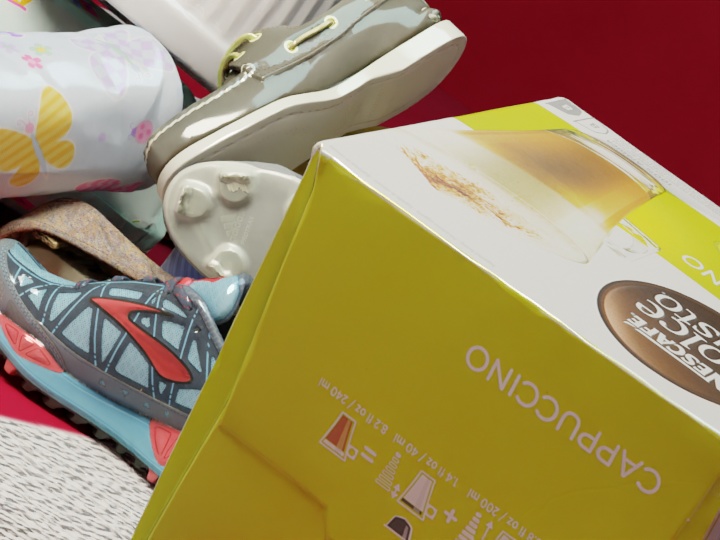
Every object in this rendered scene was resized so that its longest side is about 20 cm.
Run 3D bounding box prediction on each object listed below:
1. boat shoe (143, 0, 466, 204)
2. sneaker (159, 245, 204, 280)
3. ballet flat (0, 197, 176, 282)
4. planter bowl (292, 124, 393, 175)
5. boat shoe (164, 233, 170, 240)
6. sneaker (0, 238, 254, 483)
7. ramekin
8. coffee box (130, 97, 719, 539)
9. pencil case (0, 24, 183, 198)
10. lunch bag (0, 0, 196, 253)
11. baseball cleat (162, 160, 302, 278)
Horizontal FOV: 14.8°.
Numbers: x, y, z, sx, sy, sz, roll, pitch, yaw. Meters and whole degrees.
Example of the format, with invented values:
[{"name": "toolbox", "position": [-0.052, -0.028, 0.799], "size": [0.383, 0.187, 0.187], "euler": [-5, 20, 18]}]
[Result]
[{"name": "boat shoe", "position": [-0.036, -0.092, 1.391], "size": [0.201, 0.072, 0.060], "euler": [-29, 71, -35]}, {"name": "sneaker", "position": [-0.021, 0.063, 1.392], "size": [0.199, 0.081, 0.115], "euler": [42, 7, 13]}, {"name": "ballet flat", "position": [-0.106, 0.032, 1.313], "size": [0.200, 0.068, 0.067], "euler": [32, 26, 33]}, {"name": "planter bowl", "position": [0.003, 0.025, 1.474], "size": [0.200, 0.200, 0.084], "euler": [31, 43, -13]}, {"name": "boat shoe", "position": [-0.073, -0.034, 1.740], "size": [0.199, 0.072, 0.065], "euler": [22, 14, -28]}, {"name": "sneaker", "position": [-0.082, 0.035, 1.225], "size": [0.200, 0.096, 0.079], "euler": [36, 8, 15]}, {"name": "ramekin", "position": [-0.087, -0.169, 1.488], "size": [0.200, 0.105, 0.200], "euler": [39, 0, 0]}, {"name": "coffee box", "position": [0.065, 0.077, 1.053], "size": [0.199, 0.201, 0.197], "euler": [36, 24, 22]}, {"name": "pencil case", "position": [-0.182, -0.078, 1.340], "size": [0.199, 0.083, 0.091], "euler": [-6, 29, -43]}, {"name": "lunch bag", "position": [-0.183, -0.095, 1.501], "size": [0.170, 0.122, 0.200], "euler": [35, 11, -24]}, {"name": "baseball cleat", "position": [0.000, 0.000, 1.336], "size": [0.199, 0.070, 0.106], "euler": [23, 4, -1]}]
